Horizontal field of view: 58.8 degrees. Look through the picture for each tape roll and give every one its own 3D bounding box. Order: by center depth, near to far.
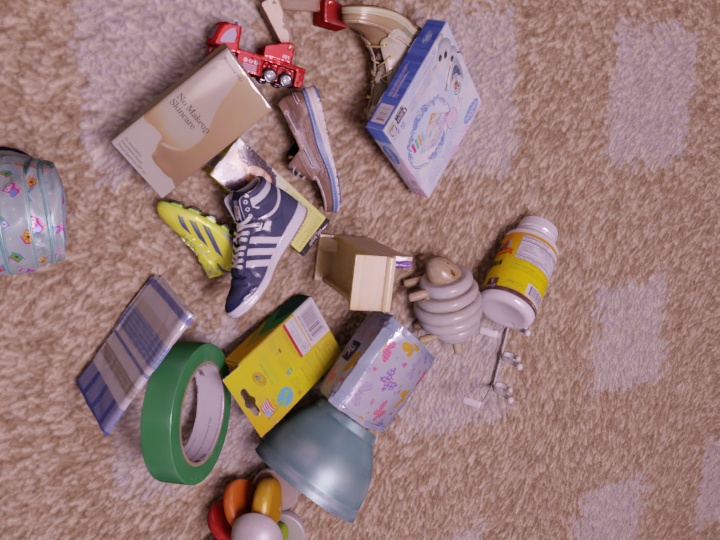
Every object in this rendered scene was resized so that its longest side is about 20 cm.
[{"bbox_3d":[-0.250,0.207,0.937,0.047,0.201,0.204,2,105,12],"label":"tape roll"}]

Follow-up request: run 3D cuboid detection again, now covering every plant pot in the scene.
[{"bbox_3d":[-0.056,0.297,1.057,0.200,0.199,0.135,42,78,-29],"label":"plant pot"}]

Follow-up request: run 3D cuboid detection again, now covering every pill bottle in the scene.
[{"bbox_3d":[0.301,-0.001,1.193,0.109,0.108,0.202,45,61,-29],"label":"pill bottle"}]

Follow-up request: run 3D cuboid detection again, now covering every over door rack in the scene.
[{"bbox_3d":[0.271,0.179,1.223,0.199,0.066,0.150,0,104,-60],"label":"over door rack"}]

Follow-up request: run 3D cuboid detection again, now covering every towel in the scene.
[{"bbox_3d":[-0.318,0.112,0.903,0.201,0.146,0.024,-55,133,-4],"label":"towel"}]

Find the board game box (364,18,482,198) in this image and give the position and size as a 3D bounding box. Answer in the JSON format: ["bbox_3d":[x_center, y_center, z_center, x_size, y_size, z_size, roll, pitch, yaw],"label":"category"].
[{"bbox_3d":[0.109,-0.254,1.033,0.202,0.043,0.199,-60,144,-9],"label":"board game box"}]

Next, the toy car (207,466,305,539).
[{"bbox_3d":[-0.181,0.437,1.063,0.147,0.175,0.203,-3,108,10],"label":"toy car"}]

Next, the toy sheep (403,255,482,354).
[{"bbox_3d":[0.154,0.065,1.145,0.137,0.138,0.202,-27,121,-19],"label":"toy sheep"}]

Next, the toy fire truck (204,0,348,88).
[{"bbox_3d":[-0.122,-0.346,0.941,0.197,0.049,0.143,8,98,-28],"label":"toy fire truck"}]

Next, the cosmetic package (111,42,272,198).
[{"bbox_3d":[-0.230,-0.206,0.879,0.199,0.071,0.105,-38,118,4],"label":"cosmetic package"}]

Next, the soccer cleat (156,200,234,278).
[{"bbox_3d":[-0.223,-0.034,0.959,0.199,0.065,0.084,34,87,-30],"label":"soccer cleat"}]

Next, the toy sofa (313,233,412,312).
[{"bbox_3d":[0.000,0.000,1.006,0.096,0.200,0.084,4,101,-22],"label":"toy sofa"}]

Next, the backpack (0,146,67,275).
[{"bbox_3d":[-0.420,-0.071,0.770,0.125,0.199,0.170,-15,108,-23],"label":"backpack"}]

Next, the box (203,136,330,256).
[{"bbox_3d":[-0.142,-0.113,0.989,0.200,0.050,0.076,41,83,-30],"label":"box"}]

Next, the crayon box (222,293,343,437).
[{"bbox_3d":[-0.131,0.149,1.033,0.200,0.050,0.128,-43,119,-30],"label":"crayon box"}]

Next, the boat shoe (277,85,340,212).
[{"bbox_3d":[-0.080,-0.181,0.999,0.071,0.072,0.203,-15,115,-3],"label":"boat shoe"}]

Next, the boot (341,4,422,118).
[{"bbox_3d":[0.033,-0.315,0.996,0.199,0.071,0.157,2,106,-51],"label":"boot"}]

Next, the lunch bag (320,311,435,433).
[{"bbox_3d":[0.026,0.164,1.066,0.171,0.126,0.200,-54,159,-4],"label":"lunch bag"}]

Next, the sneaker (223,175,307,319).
[{"bbox_3d":[-0.165,-0.040,0.917,0.108,0.070,0.202,40,69,-32],"label":"sneaker"}]
